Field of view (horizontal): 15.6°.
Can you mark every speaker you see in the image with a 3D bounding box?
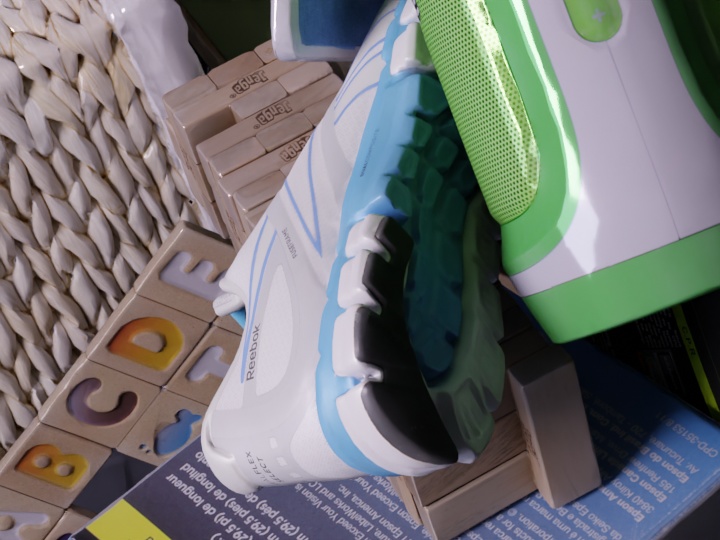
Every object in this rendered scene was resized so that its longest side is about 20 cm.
[{"bbox_3d":[0.050,-0.087,0.697,0.088,0.088,0.201,-23,88,65],"label":"speaker"}]

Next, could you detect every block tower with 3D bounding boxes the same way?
[{"bbox_3d":[0.000,0.000,0.811,0.200,0.058,0.054,51,166,46],"label":"block tower"}]

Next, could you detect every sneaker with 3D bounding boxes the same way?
[{"bbox_3d":[0.000,-0.016,0.740,0.086,0.200,0.075,-22,120,33],"label":"sneaker"}]

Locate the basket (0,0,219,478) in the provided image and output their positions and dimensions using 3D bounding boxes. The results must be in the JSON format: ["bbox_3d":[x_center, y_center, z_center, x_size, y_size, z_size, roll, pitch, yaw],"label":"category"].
[{"bbox_3d":[-0.142,-0.050,0.986,0.198,0.160,0.200,54,172,44],"label":"basket"}]

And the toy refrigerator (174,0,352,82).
[{"bbox_3d":[-0.037,-0.118,0.968,0.200,0.070,0.076,53,152,31],"label":"toy refrigerator"}]

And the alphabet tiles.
[{"bbox_3d":[-0.031,0.058,0.965,0.200,0.167,0.008,-51,33,27],"label":"alphabet tiles"}]

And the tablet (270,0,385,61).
[{"bbox_3d":[-0.004,-0.162,0.771,0.130,0.014,0.201,-15,-75,-72],"label":"tablet"}]

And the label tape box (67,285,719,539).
[{"bbox_3d":[0.005,0.098,0.796,0.143,0.200,0.066,34,155,40],"label":"label tape box"}]

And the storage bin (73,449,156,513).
[{"bbox_3d":[-0.144,0.073,1.212,0.145,0.199,0.135,41,135,45],"label":"storage bin"}]

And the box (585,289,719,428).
[{"bbox_3d":[0.102,-0.047,0.772,0.193,0.047,0.201,-9,101,63],"label":"box"}]
